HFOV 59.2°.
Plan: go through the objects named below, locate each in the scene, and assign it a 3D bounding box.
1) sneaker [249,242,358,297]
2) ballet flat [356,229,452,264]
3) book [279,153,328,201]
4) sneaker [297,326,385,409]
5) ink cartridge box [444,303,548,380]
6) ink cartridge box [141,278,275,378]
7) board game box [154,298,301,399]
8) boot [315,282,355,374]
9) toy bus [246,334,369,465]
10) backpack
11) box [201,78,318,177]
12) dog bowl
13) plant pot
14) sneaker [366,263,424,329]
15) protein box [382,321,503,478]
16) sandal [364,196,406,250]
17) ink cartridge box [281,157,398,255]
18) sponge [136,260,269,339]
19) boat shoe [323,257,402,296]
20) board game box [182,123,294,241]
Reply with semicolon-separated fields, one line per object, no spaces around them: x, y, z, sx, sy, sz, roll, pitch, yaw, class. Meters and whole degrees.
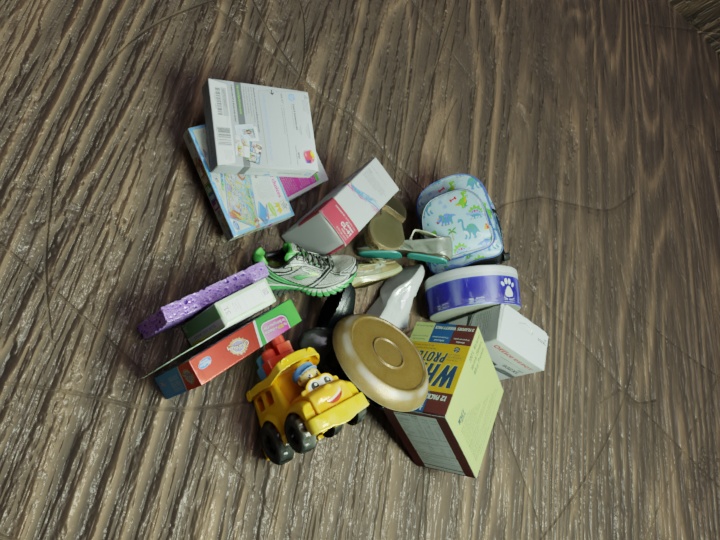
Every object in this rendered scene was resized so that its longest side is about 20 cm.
-0.098;-0.004;1.116;0.196;0.086;0.079;-5;37;-12;sneaker
0.091;-0.053;1.296;0.196;0.067;0.065;5;77;8;ballet flat
-0.165;-0.193;1.217;0.199;0.048;0.135;-33;96;-39;book
-0.019;0.166;1.080;0.198;0.091;0.077;33;94;-7;sneaker
0.265;0.160;1.318;0.144;0.199;0.085;32;56;-24;ink cartridge box
-0.243;0.089;0.984;0.198;0.145;0.049;-28;89;-40;ink cartridge box
-0.208;0.123;0.996;0.199;0.152;0.041;-32;93;-39;board game box
-0.007;0.137;1.173;0.160;0.073;0.202;25;81;-21;boot
-0.101;0.192;1.031;0.134;0.200;0.195;-17;77;-37;toy bus
0.210;-0.103;1.375;0.147;0.180;0.204;41;34;-70;backpack
-0.177;-0.251;1.134;0.197;0.041;0.159;-3;80;-33;box
0.236;0.053;1.336;0.197;0.199;0.081;5;72;-36;dog bowl
0.042;0.146;1.076;0.198;0.028;0.202;28;32;-19;plant pot
0.080;0.074;1.302;0.201;0.075;0.089;-51;118;-32;sneaker
0.162;0.242;1.205;0.200;0.133;0.202;-61;138;-35;protein box
0.041;-0.071;1.244;0.077;0.070;0.213;36;30;-8;sandal
-0.037;-0.111;1.218;0.086;0.147;0.200;51;52;-9;ink cartridge box
-0.250;0.048;1.017;0.198;0.111;0.030;-27;89;-41;sponge
-0.002;0.001;1.256;0.198;0.073;0.064;-14;83;-32;boat shoe
-0.216;-0.169;1.133;0.133;0.034;0.203;-23;91;-35;board game box
